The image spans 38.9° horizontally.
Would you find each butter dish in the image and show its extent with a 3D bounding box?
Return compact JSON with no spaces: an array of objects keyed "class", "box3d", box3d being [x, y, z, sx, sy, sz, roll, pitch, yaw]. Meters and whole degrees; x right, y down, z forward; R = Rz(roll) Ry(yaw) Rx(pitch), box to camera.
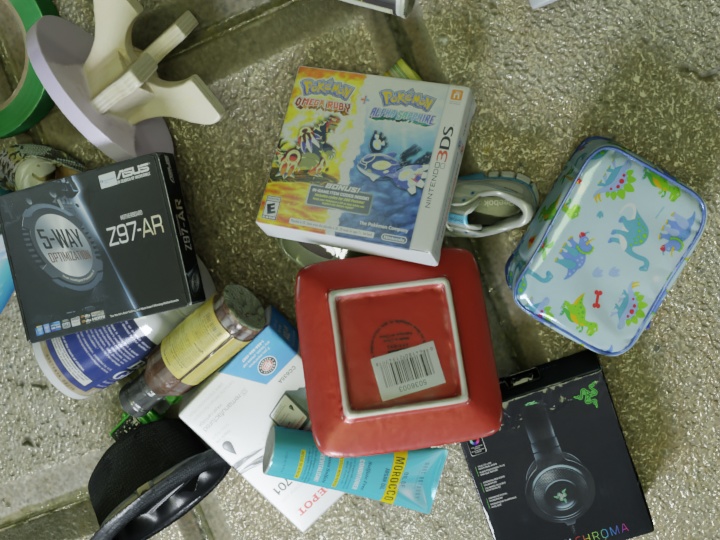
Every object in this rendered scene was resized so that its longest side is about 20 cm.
[{"class":"butter dish","box3d":[0.034,0.095,1.086,0.196,0.148,0.204,-7,75,-6]}]

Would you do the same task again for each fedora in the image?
[{"class":"fedora","box3d":[-0.245,0.239,1.178,0.200,0.200,0.092,-41,72,14]}]

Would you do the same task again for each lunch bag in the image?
[{"class":"lunch bag","box3d":[0.258,-0.022,1.074,0.159,0.083,0.202,27,103,-7]}]

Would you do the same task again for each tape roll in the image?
[{"class":"tape roll","box3d":[-0.436,-0.251,1.166,0.196,0.048,0.205,2,101,9]}]

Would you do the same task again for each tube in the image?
[{"class":"tube","box3d":[-0.006,0.211,1.100,0.196,0.051,0.079,13,109,-14]}]

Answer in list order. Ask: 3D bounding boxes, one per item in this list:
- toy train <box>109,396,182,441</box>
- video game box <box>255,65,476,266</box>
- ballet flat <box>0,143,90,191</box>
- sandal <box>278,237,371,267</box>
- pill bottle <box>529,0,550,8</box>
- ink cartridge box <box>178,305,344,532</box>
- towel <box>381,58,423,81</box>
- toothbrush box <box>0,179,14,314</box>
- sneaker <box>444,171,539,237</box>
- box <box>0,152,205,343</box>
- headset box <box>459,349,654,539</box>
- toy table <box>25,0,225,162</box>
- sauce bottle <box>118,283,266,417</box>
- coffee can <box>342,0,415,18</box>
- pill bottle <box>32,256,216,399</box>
[{"class":"toy train","box3d":[-0.221,0.137,1.202,0.042,0.056,0.200,45,104,-2]},{"class":"video game box","box3d":[0.006,-0.113,1.070,0.196,0.047,0.186,10,74,18]},{"class":"ballet flat","box3d":[-0.338,-0.093,1.171,0.197,0.072,0.073,22,104,5]},{"class":"sandal","box3d":[-0.001,0.001,1.135,0.198,0.057,0.081,22,105,-5]},{"class":"pill bottle","box3d":[0.175,-0.372,1.012,0.110,0.112,0.203,-19,98,12]},{"class":"ink cartridge box","box3d":[-0.083,0.166,1.146,0.146,0.086,0.200,-44,101,6]},{"class":"towel","box3d":[0.001,-0.137,1.136,0.199,0.018,0.086,-41,88,15]},{"class":"toothbrush box","box3d":[-0.449,-0.009,1.137,0.085,0.200,0.148,34,105,1]},{"class":"sneaker","box3d":[0.094,-0.068,1.092,0.196,0.087,0.077,-5,106,9]},{"class":"box","box3d":[-0.276,-0.023,1.083,0.196,0.043,0.164,-12,91,13]},{"class":"headset box","box3d":[0.208,0.201,1.126,0.171,0.093,0.204,-18,97,11]},{"class":"toy table","box3d":[-0.245,-0.210,1.086,0.116,0.186,0.200,-31,122,27]},{"class":"sauce bottle","box3d":[-0.188,0.092,1.102,0.199,0.065,0.065,-37,93,25]},{"class":"coffee can","box3d":[-0.030,-0.353,1.031,0.196,0.146,0.149,15,103,5]},{"class":"pill bottle","box3d":[-0.265,0.055,1.165,0.198,0.111,0.112,-29,95,14]}]
